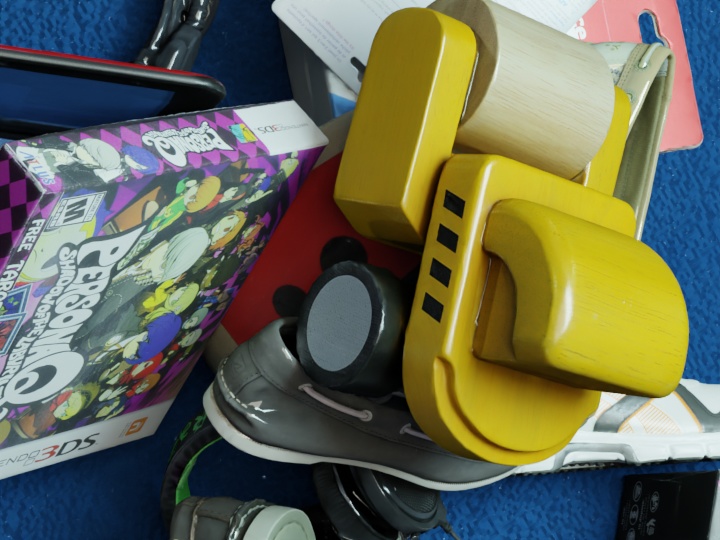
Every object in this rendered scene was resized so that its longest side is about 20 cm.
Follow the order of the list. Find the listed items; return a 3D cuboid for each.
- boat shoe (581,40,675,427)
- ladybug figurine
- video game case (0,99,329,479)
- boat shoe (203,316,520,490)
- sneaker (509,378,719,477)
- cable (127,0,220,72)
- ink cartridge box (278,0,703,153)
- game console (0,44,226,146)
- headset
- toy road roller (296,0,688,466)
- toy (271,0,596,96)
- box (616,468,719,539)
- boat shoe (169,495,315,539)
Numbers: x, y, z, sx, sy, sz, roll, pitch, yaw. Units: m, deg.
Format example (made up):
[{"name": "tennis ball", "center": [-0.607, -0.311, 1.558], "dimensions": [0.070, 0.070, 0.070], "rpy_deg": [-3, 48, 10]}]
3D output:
[{"name": "boat shoe", "center": [0.114, -0.017, 1.160], "dimensions": [0.062, 0.073, 0.201], "rpy_deg": [1, 82, 27]}, {"name": "ladybug figurine", "center": [0.000, 0.000, 1.151], "dimensions": [0.135, 0.072, 0.200], "rpy_deg": [24, 119, -30]}, {"name": "video game case", "center": [-0.124, 0.015, 1.065], "dimensions": [0.036, 0.200, 0.181], "rpy_deg": [47, 34, 22]}, {"name": "boat shoe", "center": [0.020, 0.059, 1.105], "dimensions": [0.200, 0.057, 0.067], "rpy_deg": [7, 42, -40]}, {"name": "sneaker", "center": [0.130, 0.066, 1.235], "dimensions": [0.199, 0.074, 0.080], "rpy_deg": [-1, 82, -18]}, {"name": "cable", "center": [-0.154, -0.143, 1.188], "dimensions": [0.163, 0.051, 0.201], "rpy_deg": [23, 82, -9]}, {"name": "ink cartridge box", "center": [0.069, -0.099, 1.236], "dimensions": [0.199, 0.067, 0.117], "rpy_deg": [-10, 88, -18]}, {"name": "game console", "center": [-0.179, -0.037, 1.094], "dimensions": [0.199, 0.119, 0.173], "rpy_deg": [7, 110, -15]}, {"name": "headset", "center": [-0.002, 0.134, 1.152], "dimensions": [0.199, 0.124, 0.094], "rpy_deg": [21, 34, -9]}, {"name": "toy road roller", "center": [0.074, -0.015, 1.028], "dimensions": [0.123, 0.146, 0.201], "rpy_deg": [17, 83, -40]}, {"name": "toy", "center": [0.064, -0.163, 1.171], "dimensions": [0.115, 0.047, 0.200], "rpy_deg": [44, 94, -11]}, {"name": "box", "center": [0.240, 0.192, 1.228], "dimensions": [0.199, 0.124, 0.149], "rpy_deg": [12, 81, -14]}, {"name": "boat shoe", "center": [-0.053, 0.197, 1.146], "dimensions": [0.072, 0.060, 0.202], "rpy_deg": [-42, 136, -51]}]
